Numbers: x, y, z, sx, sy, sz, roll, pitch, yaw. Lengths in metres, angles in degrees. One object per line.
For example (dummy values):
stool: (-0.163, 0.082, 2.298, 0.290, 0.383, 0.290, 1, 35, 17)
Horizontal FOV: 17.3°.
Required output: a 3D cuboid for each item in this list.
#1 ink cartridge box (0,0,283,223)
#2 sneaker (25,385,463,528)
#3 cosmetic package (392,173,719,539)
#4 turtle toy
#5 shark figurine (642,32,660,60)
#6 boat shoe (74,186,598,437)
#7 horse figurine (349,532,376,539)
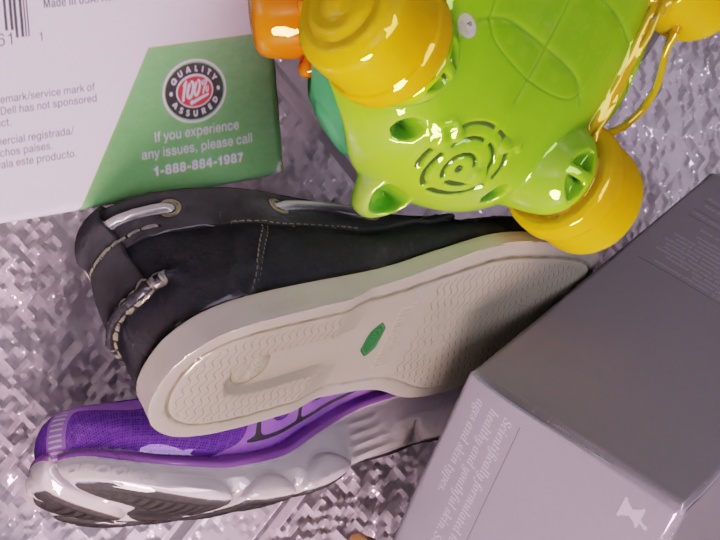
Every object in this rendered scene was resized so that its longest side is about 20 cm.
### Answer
ink cartridge box: (-0.109, -0.120, 0.696, 0.145, 0.087, 0.200, -12, 104, -36)
sneaker: (-0.032, 0.033, 0.791, 0.200, 0.081, 0.084, -18, 91, -44)
cosmetic package: (0.097, 0.056, 0.807, 0.200, 0.090, 0.107, -29, 148, -53)
turtle toy: (0.040, -0.107, 0.711, 0.146, 0.101, 0.200, 34, 80, -46)
shark figurine: (0.189, -0.121, 0.908, 0.214, 0.089, 0.128, -22, 146, -50)
boat shoe: (0.000, 0.000, 0.739, 0.200, 0.068, 0.072, -6, 138, -45)
horse figurine: (0.023, 0.184, 0.841, 0.133, 0.050, 0.200, 34, 66, -52)
